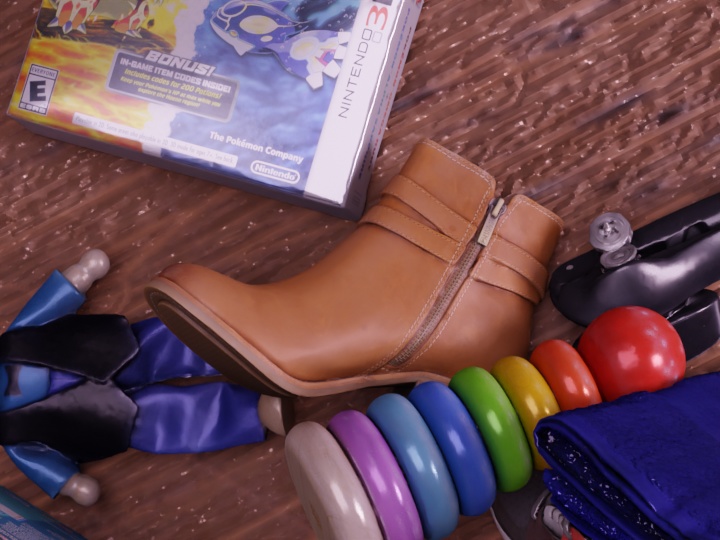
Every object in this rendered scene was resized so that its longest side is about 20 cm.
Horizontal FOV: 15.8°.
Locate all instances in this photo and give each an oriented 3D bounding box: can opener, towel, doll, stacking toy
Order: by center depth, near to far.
[{"bbox_3d":[0.190,0.105,1.214,0.148,0.199,0.050,39,124,34],"label":"towel"},{"bbox_3d":[0.068,0.077,1.261,0.199,0.085,0.086,-24,77,-11],"label":"stacking toy"},{"bbox_3d":[0.189,-0.017,1.316,0.199,0.079,0.063,-29,38,4],"label":"can opener"},{"bbox_3d":[-0.136,0.055,1.373,0.199,0.048,0.137,-5,80,8],"label":"doll"}]

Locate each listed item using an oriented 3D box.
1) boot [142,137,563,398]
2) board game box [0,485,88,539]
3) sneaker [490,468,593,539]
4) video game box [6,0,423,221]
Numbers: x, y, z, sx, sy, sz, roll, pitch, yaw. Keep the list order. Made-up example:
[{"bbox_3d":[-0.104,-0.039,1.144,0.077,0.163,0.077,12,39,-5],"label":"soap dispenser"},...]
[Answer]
[{"bbox_3d":[0.000,0.000,1.314,0.199,0.074,0.155,29,80,-22],"label":"boot"},{"bbox_3d":[-0.164,0.157,1.286,0.151,0.200,0.047,30,89,15],"label":"board game box"},{"bbox_3d":[0.123,0.123,1.254,0.077,0.082,0.200,-44,41,-10],"label":"sneaker"},{"bbox_3d":[-0.069,-0.140,1.390,0.199,0.047,0.183,15,83,14],"label":"video game box"}]
